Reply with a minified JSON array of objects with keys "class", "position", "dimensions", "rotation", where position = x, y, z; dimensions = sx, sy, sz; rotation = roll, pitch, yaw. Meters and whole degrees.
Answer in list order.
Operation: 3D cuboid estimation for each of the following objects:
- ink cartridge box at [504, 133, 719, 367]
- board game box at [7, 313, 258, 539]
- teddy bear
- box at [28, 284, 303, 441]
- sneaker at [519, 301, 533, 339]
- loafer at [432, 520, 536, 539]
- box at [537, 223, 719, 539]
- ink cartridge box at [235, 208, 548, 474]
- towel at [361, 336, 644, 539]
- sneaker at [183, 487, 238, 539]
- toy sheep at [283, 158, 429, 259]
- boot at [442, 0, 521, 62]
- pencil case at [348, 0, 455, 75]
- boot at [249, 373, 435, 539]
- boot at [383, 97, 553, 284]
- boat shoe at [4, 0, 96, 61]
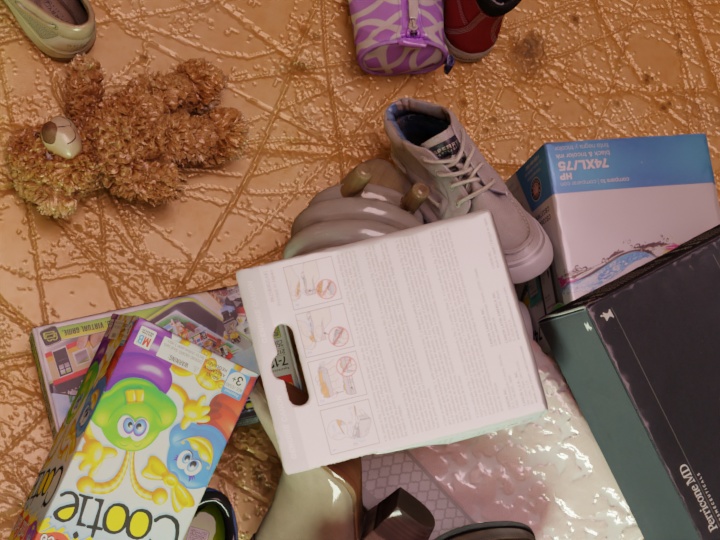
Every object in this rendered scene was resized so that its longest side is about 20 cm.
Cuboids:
[{"class":"ink cartridge box","position":[0.209,0.008,1.584],"dimensions":[0.146,0.147,0.201],"rotation":[-4,75,-16]},{"class":"board game box","position":[-0.172,0.145,1.437],"dimensions":[0.105,0.103,0.200],"rotation":[26,82,-16]},{"class":"teddy bear","position":[-0.187,-0.114,1.562],"dimensions":[0.199,0.067,0.145],"rotation":[-3,72,-16]},{"class":"box","position":[-0.152,0.080,1.530],"dimensions":[0.199,0.035,0.110],"rotation":[-12,78,-17]},{"class":"sneaker","position":[0.089,0.114,1.559],"dimensions":[0.079,0.078,0.201],"rotation":[13,73,-16]},{"class":"loafer","position":[0.051,0.242,1.430],"dimensions":[0.199,0.072,0.063],"rotation":[-12,37,-21]},{"class":"box","position":[0.265,0.080,1.446],"dimensions":[0.182,0.104,0.200],"rotation":[-26,89,-18]},{"class":"ink cartridge box","position":[0.023,0.054,1.439],"dimensions":[0.199,0.057,0.163],"rotation":[-15,77,-2]},{"class":"towel","position":[0.110,0.168,1.497],"dimensions":[0.191,0.032,0.200],"rotation":[-41,94,9]},{"class":"sneaker","position":[-0.135,0.256,1.454],"dimensions":[0.078,0.089,0.201],"rotation":[11,71,-10]},{"class":"toy sheep","position":[0.000,0.000,1.540],"dimensions":[0.138,0.138,0.200],"rotation":[17,61,-9]},{"class":"boot","position":[0.112,-0.296,1.651],"dimensions":[0.072,0.144,0.201],"rotation":[5,71,-11]},{"class":"pencil case","position":[0.029,-0.264,1.651],"dimensions":[0.084,0.086,0.201],"rotation":[-5,74,-5]},{"class":"boot","position":[-0.045,0.189,1.472],"dimensions":[0.200,0.146,0.070],"rotation":[43,26,-3]},{"class":"boot","position":[0.077,-0.068,1.543],"dimensions":[0.073,0.200,0.096],"rotation":[-34,128,-13]},{"class":"boat shoe","position":[-0.288,-0.261,1.579],"dimensions":[0.072,0.065,0.200],"rotation":[-40,87,-21]}]
